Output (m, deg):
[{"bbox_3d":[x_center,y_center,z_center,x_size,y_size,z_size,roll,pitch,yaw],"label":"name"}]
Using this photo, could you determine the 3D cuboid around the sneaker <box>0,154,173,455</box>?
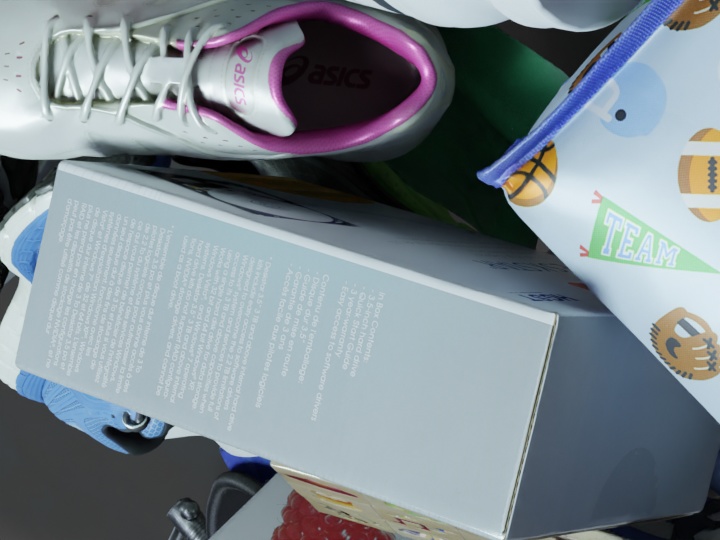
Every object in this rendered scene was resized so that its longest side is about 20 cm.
[{"bbox_3d":[-0.087,0.009,1.109,0.089,0.079,0.200,38,154,13],"label":"sneaker"}]

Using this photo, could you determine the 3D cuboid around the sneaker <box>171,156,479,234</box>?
[{"bbox_3d":[0.000,0.000,1.145,0.200,0.084,0.077,48,166,4],"label":"sneaker"}]

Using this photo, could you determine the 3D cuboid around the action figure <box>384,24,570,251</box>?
[{"bbox_3d":[0.008,-0.089,1.082,0.200,0.055,0.119,40,143,22],"label":"action figure"}]

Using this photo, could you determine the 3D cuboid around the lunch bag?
[{"bbox_3d":[0.165,-0.045,0.889,0.170,0.124,0.200,46,110,0],"label":"lunch bag"}]

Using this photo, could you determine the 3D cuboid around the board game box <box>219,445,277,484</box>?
[{"bbox_3d":[0.055,0.145,1.280,0.199,0.041,0.200,-7,119,49],"label":"board game box"}]

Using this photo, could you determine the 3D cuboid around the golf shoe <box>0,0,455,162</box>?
[{"bbox_3d":[-0.063,-0.072,0.979,0.092,0.198,0.076,-145,54,-81],"label":"golf shoe"}]

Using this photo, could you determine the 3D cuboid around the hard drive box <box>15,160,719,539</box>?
[{"bbox_3d":[0.009,0.025,0.992,0.199,0.156,0.077,18,98,29],"label":"hard drive box"}]

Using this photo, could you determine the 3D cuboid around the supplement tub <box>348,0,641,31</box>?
[{"bbox_3d":[0.002,-0.159,0.946,0.199,0.140,0.141,17,136,34],"label":"supplement tub"}]

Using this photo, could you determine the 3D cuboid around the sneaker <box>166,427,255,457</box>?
[{"bbox_3d":[-0.077,0.011,1.243,0.115,0.072,0.200,60,158,-13],"label":"sneaker"}]

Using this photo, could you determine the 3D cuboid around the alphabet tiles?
[{"bbox_3d":[0.069,0.103,1.039,0.199,0.008,0.167,15,169,13],"label":"alphabet tiles"}]

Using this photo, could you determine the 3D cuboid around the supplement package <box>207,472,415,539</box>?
[{"bbox_3d":[-0.018,0.158,1.159,0.121,0.200,0.120,40,144,9],"label":"supplement package"}]

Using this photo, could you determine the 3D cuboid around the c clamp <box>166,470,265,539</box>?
[{"bbox_3d":[-0.021,0.168,1.327,0.200,0.027,0.171,46,152,19],"label":"c clamp"}]

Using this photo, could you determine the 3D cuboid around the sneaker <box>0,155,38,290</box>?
[{"bbox_3d":[-0.184,-0.048,1.089,0.090,0.079,0.200,8,149,17],"label":"sneaker"}]

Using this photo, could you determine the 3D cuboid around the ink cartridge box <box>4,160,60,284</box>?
[{"bbox_3d":[-0.217,-0.091,1.237,0.199,0.145,0.145,18,137,32],"label":"ink cartridge box"}]

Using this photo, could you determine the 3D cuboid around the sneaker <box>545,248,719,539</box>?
[{"bbox_3d":[0.144,0.082,1.089,0.146,0.080,0.201,12,127,45],"label":"sneaker"}]
